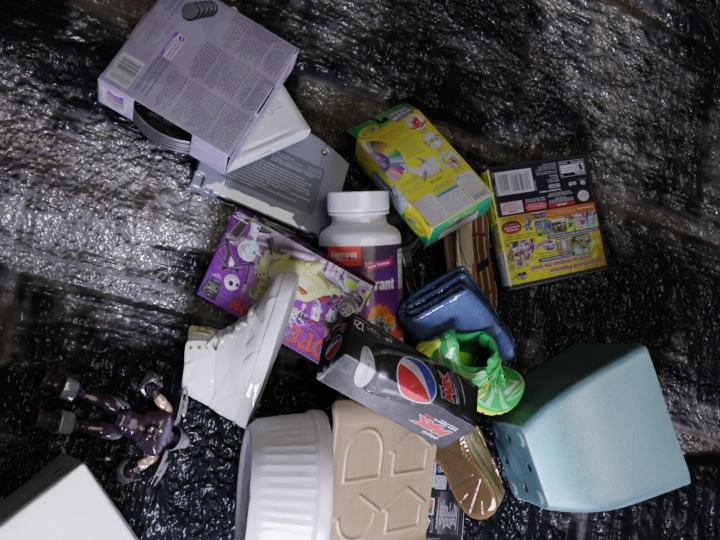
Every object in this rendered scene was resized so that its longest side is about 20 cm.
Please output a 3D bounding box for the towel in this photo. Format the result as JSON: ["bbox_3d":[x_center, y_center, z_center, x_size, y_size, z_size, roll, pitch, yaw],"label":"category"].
[{"bbox_3d":[0.129,0.078,1.192,0.110,0.049,0.200,-29,141,11],"label":"towel"}]

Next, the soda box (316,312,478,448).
[{"bbox_3d":[0.047,0.134,1.078,0.198,0.071,0.064,31,44,-20],"label":"soda box"}]

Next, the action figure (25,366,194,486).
[{"bbox_3d":[-0.284,0.174,1.055,0.197,0.069,0.133,23,67,-24],"label":"action figure"}]

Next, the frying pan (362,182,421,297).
[{"bbox_3d":[0.043,-0.033,1.256,0.112,0.031,0.195,5,78,-23],"label":"frying pan"}]

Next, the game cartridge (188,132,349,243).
[{"bbox_3d":[-0.116,-0.133,1.189,0.197,0.040,0.136,23,78,-21],"label":"game cartridge"}]

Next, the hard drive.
[{"bbox_3d":[-0.168,-0.233,1.150,0.130,0.027,0.202,-26,78,-25],"label":"hard drive"}]

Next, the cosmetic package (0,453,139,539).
[{"bbox_3d":[-0.323,0.312,0.942,0.166,0.199,0.168,-36,98,-25],"label":"cosmetic package"}]

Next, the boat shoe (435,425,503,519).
[{"bbox_3d":[0.128,0.226,1.193,0.064,0.070,0.204,-16,80,-61],"label":"boat shoe"}]

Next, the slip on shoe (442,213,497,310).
[{"bbox_3d":[0.150,0.011,1.284,0.076,0.060,0.205,-26,113,-51],"label":"slip on shoe"}]

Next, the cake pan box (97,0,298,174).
[{"bbox_3d":[-0.196,-0.239,1.101,0.181,0.052,0.203,27,62,-2],"label":"cake pan box"}]

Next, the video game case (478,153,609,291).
[{"bbox_3d":[0.282,-0.076,1.373,0.196,0.025,0.185,-10,87,-27],"label":"video game case"}]

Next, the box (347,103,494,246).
[{"bbox_3d":[0.076,-0.139,1.237,0.116,0.049,0.201,-27,67,-24],"label":"box"}]

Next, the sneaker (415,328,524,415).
[{"bbox_3d":[0.158,0.130,1.166,0.198,0.083,0.075,24,39,-40],"label":"sneaker"}]

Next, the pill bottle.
[{"bbox_3d":[0.000,0.000,1.166,0.109,0.111,0.205,-4,95,-25],"label":"pill bottle"}]

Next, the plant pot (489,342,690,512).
[{"bbox_3d":[0.298,0.232,1.254,0.196,0.195,0.201,-21,92,-17],"label":"plant pot"}]

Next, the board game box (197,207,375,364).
[{"bbox_3d":[-0.093,0.022,1.115,0.197,0.032,0.122,28,104,6],"label":"board game box"}]

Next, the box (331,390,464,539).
[{"bbox_3d":[0.052,0.254,1.208,0.194,0.049,0.205,9,79,-23],"label":"box"}]

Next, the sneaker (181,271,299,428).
[{"bbox_3d":[-0.153,0.079,1.082,0.114,0.074,0.204,24,103,4],"label":"sneaker"}]

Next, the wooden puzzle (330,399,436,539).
[{"bbox_3d":[0.019,0.258,1.114,0.183,0.046,0.205,4,90,-43],"label":"wooden puzzle"}]

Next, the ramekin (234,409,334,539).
[{"bbox_3d":[-0.095,0.267,1.063,0.092,0.202,0.208,5,81,-13],"label":"ramekin"}]
